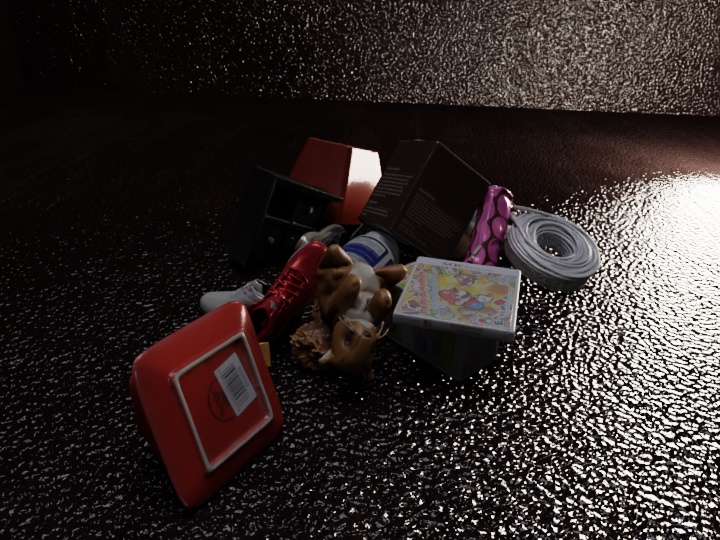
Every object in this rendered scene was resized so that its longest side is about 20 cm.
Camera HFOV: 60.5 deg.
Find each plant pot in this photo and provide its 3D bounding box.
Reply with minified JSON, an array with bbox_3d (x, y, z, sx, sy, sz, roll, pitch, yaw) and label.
[{"bbox_3d":[-0.058,-0.225,1.534,0.197,0.180,0.199,18,14,32],"label":"plant pot"}]

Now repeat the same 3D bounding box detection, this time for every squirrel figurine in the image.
[{"bbox_3d":[-0.023,0.092,0.978,0.140,0.200,0.189,21,45,-26],"label":"squirrel figurine"}]

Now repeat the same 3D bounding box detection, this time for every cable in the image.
[{"bbox_3d":[0.404,-0.041,1.309,0.196,0.070,0.202,11,44,-7],"label":"cable"}]

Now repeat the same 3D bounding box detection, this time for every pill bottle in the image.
[{"bbox_3d":[0.000,0.000,1.204,0.114,0.118,0.200,13,27,22],"label":"pill bottle"}]

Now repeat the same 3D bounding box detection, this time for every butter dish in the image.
[{"bbox_3d":[-0.222,0.168,0.808,0.146,0.203,0.199,-10,14,36],"label":"butter dish"}]

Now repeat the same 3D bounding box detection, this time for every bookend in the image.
[{"bbox_3d":[-0.167,-0.101,1.362,0.197,0.203,0.092,14,11,-44],"label":"bookend"}]

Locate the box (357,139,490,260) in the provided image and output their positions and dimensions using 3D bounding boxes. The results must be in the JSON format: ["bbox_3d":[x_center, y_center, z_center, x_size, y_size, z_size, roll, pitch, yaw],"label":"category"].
[{"bbox_3d":[0.131,-0.144,1.303,0.163,0.202,0.166,31,-2,-26],"label":"box"}]

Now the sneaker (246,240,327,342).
[{"bbox_3d":[-0.119,0.040,1.008,0.078,0.202,0.116,32,2,1],"label":"sneaker"}]

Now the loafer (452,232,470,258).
[{"bbox_3d":[0.204,-0.087,1.442,0.068,0.076,0.201,30,26,-27],"label":"loafer"}]

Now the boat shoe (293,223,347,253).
[{"bbox_3d":[-0.076,-0.054,1.372,0.065,0.072,0.199,40,22,12],"label":"boat shoe"}]

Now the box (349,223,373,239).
[{"bbox_3d":[0.065,-0.124,1.463,0.049,0.117,0.199,52,43,10],"label":"box"}]

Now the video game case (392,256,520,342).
[{"bbox_3d":[0.159,0.039,0.982,0.179,0.023,0.201,8,29,14],"label":"video game case"}]

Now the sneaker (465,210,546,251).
[{"bbox_3d":[0.329,-0.071,1.411,0.197,0.072,0.073,21,50,-1],"label":"sneaker"}]

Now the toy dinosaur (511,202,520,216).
[{"bbox_3d":[0.362,-0.177,1.638,0.196,0.078,0.103,-2,33,-1],"label":"toy dinosaur"}]

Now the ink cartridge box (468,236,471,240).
[{"bbox_3d":[0.258,-0.151,1.532,0.067,0.117,0.199,-17,32,-35],"label":"ink cartridge box"}]

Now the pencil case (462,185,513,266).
[{"bbox_3d":[0.262,-0.080,1.288,0.090,0.203,0.093,0,-23,40],"label":"pencil case"}]

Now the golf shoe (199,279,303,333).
[{"bbox_3d":[-0.197,0.051,1.114,0.196,0.094,0.073,5,27,10],"label":"golf shoe"}]

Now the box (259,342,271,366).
[{"bbox_3d":[-0.239,0.138,0.932,0.196,0.042,0.119,-4,-6,-15],"label":"box"}]

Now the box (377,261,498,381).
[{"bbox_3d":[0.130,0.079,1.051,0.100,0.114,0.199,-21,36,-37],"label":"box"}]
